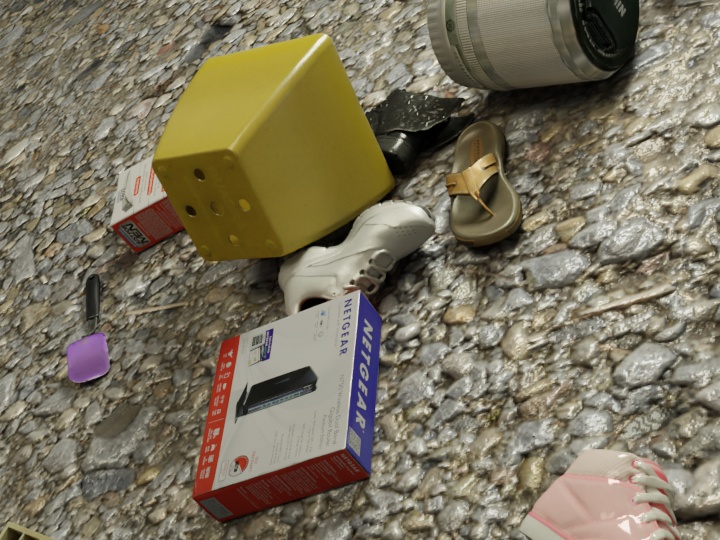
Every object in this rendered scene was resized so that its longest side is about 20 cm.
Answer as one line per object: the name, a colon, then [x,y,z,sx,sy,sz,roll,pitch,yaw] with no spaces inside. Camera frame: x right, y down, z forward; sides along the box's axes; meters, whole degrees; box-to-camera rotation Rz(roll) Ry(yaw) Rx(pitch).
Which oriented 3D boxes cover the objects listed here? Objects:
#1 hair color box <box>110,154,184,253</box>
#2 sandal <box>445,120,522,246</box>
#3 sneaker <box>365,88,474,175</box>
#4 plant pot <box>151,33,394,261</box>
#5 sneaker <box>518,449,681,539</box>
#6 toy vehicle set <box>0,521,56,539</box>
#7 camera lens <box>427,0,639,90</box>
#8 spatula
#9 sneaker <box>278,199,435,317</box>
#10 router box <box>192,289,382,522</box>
hair color box: [-0.233,-0.117,1.593,0.197,0.064,0.112,-24,40,19]
sandal: [0.122,-0.099,1.263,0.079,0.054,0.202,-23,39,21]
sneaker: [0.031,-0.169,1.420,0.198,0.060,0.105,15,63,43]
plant pot: [-0.113,-0.119,1.337,0.198,0.202,0.177,-2,35,40]
sneaker: [0.206,0.192,0.861,0.105,0.075,0.199,-51,33,-7]
toy vehicle set: [-0.382,0.367,1.243,0.123,0.027,0.202,3,53,43]
camera lens: [0.192,-0.282,1.305,0.198,0.160,0.161,0,51,41]
spatula: [-0.346,0.068,1.530,0.056,0.021,0.201,-20,36,5]
sneaker: [0.000,0.000,1.264,0.199,0.074,0.088,-33,41,24]
router box: [-0.070,0.133,1.193,0.177,0.049,0.202,-21,40,24]
